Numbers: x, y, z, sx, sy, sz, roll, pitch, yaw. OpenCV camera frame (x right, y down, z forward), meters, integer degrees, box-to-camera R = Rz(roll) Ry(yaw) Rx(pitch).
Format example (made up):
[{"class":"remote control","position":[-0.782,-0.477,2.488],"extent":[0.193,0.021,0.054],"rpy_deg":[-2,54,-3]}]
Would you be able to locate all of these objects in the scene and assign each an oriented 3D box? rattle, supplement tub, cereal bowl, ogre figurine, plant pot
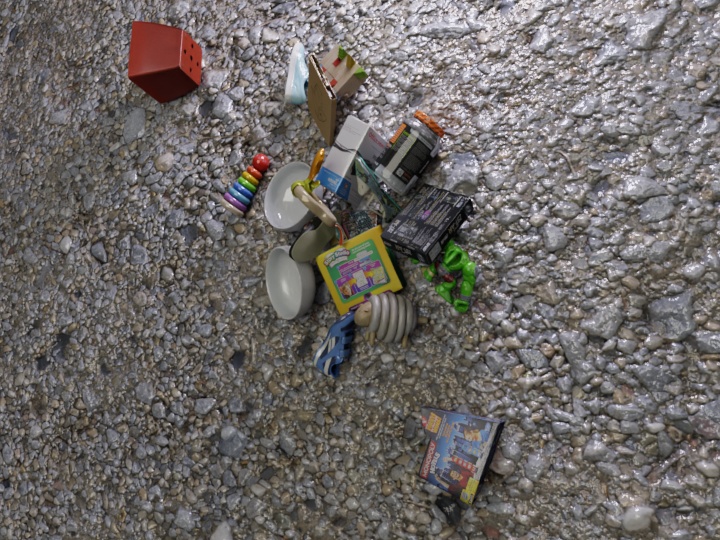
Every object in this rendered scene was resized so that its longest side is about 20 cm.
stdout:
[{"class":"rattle","position":[-0.075,-0.187,1.597],"extent":[0.199,0.130,0.143],"rpy_deg":[42,83,8]},{"class":"supplement tub","position":[0.129,-0.312,1.626],"extent":[0.122,0.122,0.201],"rpy_deg":[43,100,26]},{"class":"cereal bowl","position":[-0.185,0.029,1.717],"extent":[0.198,0.082,0.206],"rpy_deg":[18,113,50]},{"class":"ogre figurine","position":[0.223,-0.004,1.538],"extent":[0.120,0.097,0.202],"rpy_deg":[-49,49,22]},{"class":"cereal bowl","position":[-0.183,-0.206,1.778],"extent":[0.196,0.083,0.206],"rpy_deg":[-12,69,33]},{"class":"plant pot","position":[-0.642,-0.704,2.057],"extent":[0.171,0.200,0.206],"rpy_deg":[-2,80,15]}]

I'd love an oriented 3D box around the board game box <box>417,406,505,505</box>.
[{"class":"board game box","position":[0.221,0.420,1.482],"extent":[0.196,0.061,0.205],"rpy_deg":[21,91,29]}]

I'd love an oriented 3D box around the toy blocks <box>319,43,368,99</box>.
[{"class":"toy blocks","position":[-0.070,-0.561,1.781],"extent":[0.136,0.100,0.201],"rpy_deg":[-43,52,10]}]

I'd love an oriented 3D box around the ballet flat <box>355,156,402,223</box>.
[{"class":"ballet flat","position":[0.033,-0.206,1.629],"extent":[0.074,0.075,0.201],"rpy_deg":[-35,109,16]}]

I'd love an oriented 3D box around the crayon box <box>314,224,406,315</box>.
[{"class":"crayon box","position":[0.000,0.000,1.640],"extent":[0.196,0.058,0.176],"rpy_deg":[-24,92,20]}]

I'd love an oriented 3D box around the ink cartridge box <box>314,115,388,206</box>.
[{"class":"ink cartridge box","position":[-0.020,-0.299,1.686],"extent":[0.083,0.144,0.204],"rpy_deg":[30,95,26]}]

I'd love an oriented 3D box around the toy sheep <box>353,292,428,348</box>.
[{"class":"toy sheep","position":[0.078,0.125,1.571],"extent":[0.194,0.138,0.142],"rpy_deg":[5,80,-15]}]

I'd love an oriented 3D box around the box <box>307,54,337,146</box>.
[{"class":"box","position":[-0.112,-0.482,1.749],"extent":[0.021,0.201,0.166],"rpy_deg":[-19,68,-16]}]

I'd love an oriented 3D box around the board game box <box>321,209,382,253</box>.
[{"class":"board game box","position":[-0.037,-0.097,1.720],"extent":[0.195,0.034,0.140],"rpy_deg":[1,82,27]}]

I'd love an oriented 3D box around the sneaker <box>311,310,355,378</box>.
[{"class":"sneaker","position":[-0.054,0.200,1.649],"extent":[0.082,0.073,0.203],"rpy_deg":[39,114,24]}]

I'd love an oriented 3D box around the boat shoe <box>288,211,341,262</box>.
[{"class":"boat shoe","position":[-0.130,-0.089,1.661],"extent":[0.062,0.075,0.202],"rpy_deg":[0,37,41]}]

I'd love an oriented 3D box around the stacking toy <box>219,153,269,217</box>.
[{"class":"stacking toy","position":[-0.349,-0.270,1.888],"extent":[0.085,0.085,0.203],"rpy_deg":[34,93,27]}]

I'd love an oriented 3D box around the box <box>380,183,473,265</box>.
[{"class":"box","position":[0.168,-0.122,1.550],"extent":[0.158,0.044,0.201],"rpy_deg":[23,65,41]}]

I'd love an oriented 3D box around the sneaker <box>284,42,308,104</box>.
[{"class":"sneaker","position":[-0.179,-0.597,1.875],"extent":[0.079,0.074,0.206],"rpy_deg":[8,78,-3]}]
